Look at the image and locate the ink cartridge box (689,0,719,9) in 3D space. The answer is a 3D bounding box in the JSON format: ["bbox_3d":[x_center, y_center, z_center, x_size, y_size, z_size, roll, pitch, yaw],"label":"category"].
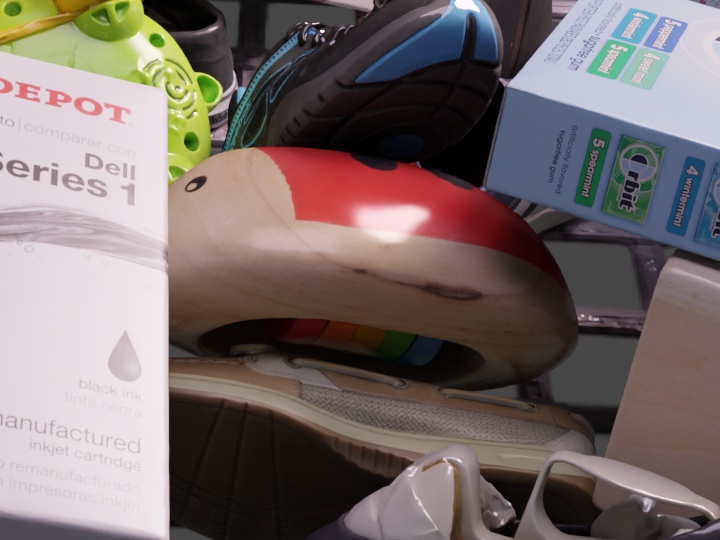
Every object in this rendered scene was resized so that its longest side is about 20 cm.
[{"bbox_3d":[0.243,-0.086,0.951,0.199,0.146,0.145,21,42,18],"label":"ink cartridge box"}]

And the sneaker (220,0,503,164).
[{"bbox_3d":[-0.012,-0.075,0.844,0.073,0.200,0.083,9,65,-28],"label":"sneaker"}]

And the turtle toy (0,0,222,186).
[{"bbox_3d":[-0.153,-0.047,0.877,0.199,0.101,0.147,-18,84,-11],"label":"turtle toy"}]

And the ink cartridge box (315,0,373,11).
[{"bbox_3d":[-0.092,-0.205,1.053,0.199,0.083,0.146,23,11,19],"label":"ink cartridge box"}]

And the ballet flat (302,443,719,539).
[{"bbox_3d":[0.055,0.097,0.738,0.198,0.073,0.073,2,38,18],"label":"ballet flat"}]

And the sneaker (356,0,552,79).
[{"bbox_3d":[0.017,-0.111,0.980,0.075,0.107,0.199,34,47,29],"label":"sneaker"}]

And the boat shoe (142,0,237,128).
[{"bbox_3d":[-0.133,-0.140,1.034,0.199,0.057,0.068,35,48,29],"label":"boat shoe"}]

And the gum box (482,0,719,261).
[{"bbox_3d":[0.163,-0.047,0.785,0.199,0.045,0.170,17,25,11],"label":"gum box"}]

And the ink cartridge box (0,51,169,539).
[{"bbox_3d":[-0.141,0.018,0.678,0.145,0.085,0.201,12,46,-19],"label":"ink cartridge box"}]

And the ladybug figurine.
[{"bbox_3d":[0.000,0.000,0.815,0.199,0.135,0.073,13,69,-29],"label":"ladybug figurine"}]

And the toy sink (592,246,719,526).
[{"bbox_3d":[0.188,0.036,0.811,0.130,0.113,0.200,20,27,15],"label":"toy sink"}]

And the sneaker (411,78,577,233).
[{"bbox_3d":[0.070,-0.065,0.950,0.075,0.085,0.200,30,45,26],"label":"sneaker"}]

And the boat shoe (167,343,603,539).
[{"bbox_3d":[-0.005,0.066,0.797,0.199,0.074,0.063,8,36,-2],"label":"boat shoe"}]
